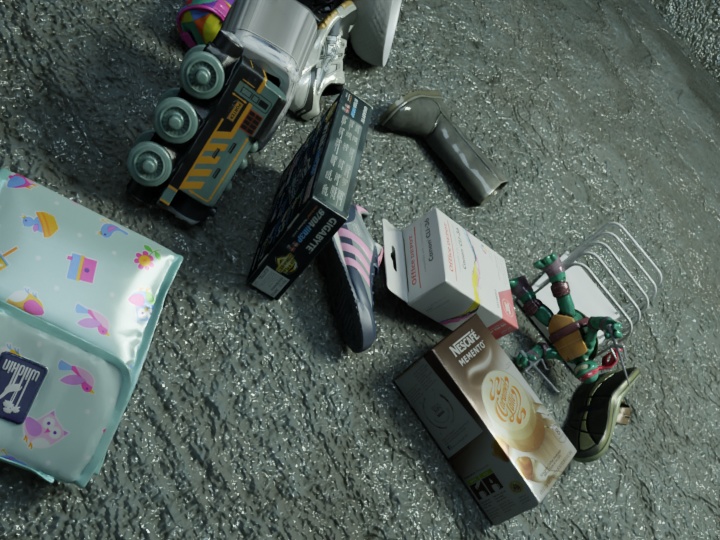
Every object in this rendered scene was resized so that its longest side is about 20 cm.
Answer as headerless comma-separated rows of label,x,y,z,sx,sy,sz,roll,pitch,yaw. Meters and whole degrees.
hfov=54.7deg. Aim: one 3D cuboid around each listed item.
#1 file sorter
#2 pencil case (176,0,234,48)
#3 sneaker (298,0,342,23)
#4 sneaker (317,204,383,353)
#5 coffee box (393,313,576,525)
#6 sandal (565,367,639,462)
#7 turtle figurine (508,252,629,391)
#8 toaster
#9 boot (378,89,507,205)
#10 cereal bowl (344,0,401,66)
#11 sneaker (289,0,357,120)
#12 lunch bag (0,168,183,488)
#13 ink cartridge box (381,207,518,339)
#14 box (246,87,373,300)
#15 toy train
file sorter,0.363,0.031,1.073,0.140,0.125,0.199,51,41,6
pencil case,-0.192,-0.375,0.970,0.087,0.088,0.203,28,43,-17
sneaker,-0.063,-0.433,1.114,0.075,0.084,0.204,15,50,-28
sneaker,0.000,0.000,0.833,0.080,0.070,0.204,-2,60,-26
coffee box,0.147,0.171,0.819,0.113,0.080,0.202,-27,77,-47
sandal,0.336,0.202,0.966,0.058,0.079,0.201,57,47,-11
turtle figurine,0.281,0.088,0.963,0.204,0.148,0.100,64,19,17
toaster,-0.124,-0.239,0.827,0.112,0.200,0.131,24,45,-17
boot,0.136,-0.190,1.111,0.180,0.072,0.203,-25,83,-45
cereal bowl,0.022,-0.440,1.123,0.081,0.203,0.203,13,45,3
sneaker,-0.052,-0.302,1.014,0.087,0.075,0.202,40,67,-19
lunch bag,-0.256,0.051,0.557,0.168,0.121,0.204,28,52,-21
ink cartridge box,0.116,0.004,0.903,0.198,0.067,0.119,29,43,-37
box,-0.057,-0.089,0.797,0.045,0.159,0.203,28,44,-18
toy train,-0.165,-0.146,0.738,0.113,0.202,0.085,31,12,-21
